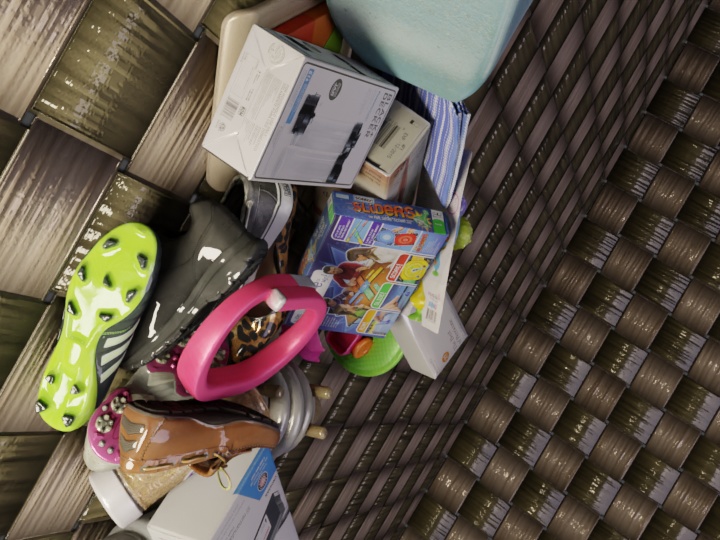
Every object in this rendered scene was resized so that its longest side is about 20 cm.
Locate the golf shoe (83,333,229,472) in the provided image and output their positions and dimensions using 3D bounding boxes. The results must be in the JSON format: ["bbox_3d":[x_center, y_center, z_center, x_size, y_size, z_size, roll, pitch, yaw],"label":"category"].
[{"bbox_3d":[-0.216,0.133,0.945,0.200,0.075,0.092,-43,178,-44],"label":"golf shoe"}]

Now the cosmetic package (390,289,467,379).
[{"bbox_3d":[0.071,0.043,1.175,0.083,0.050,0.202,-47,132,-20],"label":"cosmetic package"}]

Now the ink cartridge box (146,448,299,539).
[{"bbox_3d":[-0.150,0.309,1.051,0.146,0.082,0.203,-58,148,-42],"label":"ink cartridge box"}]

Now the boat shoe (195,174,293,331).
[{"bbox_3d":[-0.138,-0.015,0.904,0.063,0.071,0.202,-1,129,-45],"label":"boat shoe"}]

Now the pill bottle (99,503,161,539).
[{"bbox_3d":[-0.241,0.345,1.098,0.116,0.113,0.199,-63,159,13],"label":"pill bottle"}]

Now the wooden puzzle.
[{"bbox_3d":[-0.066,-0.186,0.881,0.199,0.037,0.188,-39,152,-45],"label":"wooden puzzle"}]

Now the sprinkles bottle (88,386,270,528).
[{"bbox_3d":[-0.194,0.190,0.985,0.198,0.068,0.069,-36,154,-16],"label":"sprinkles bottle"}]

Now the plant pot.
[{"bbox_3d":[0.078,-0.282,0.846,0.198,0.193,0.201,-58,167,-29],"label":"plant pot"}]

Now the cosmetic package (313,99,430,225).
[{"bbox_3d":[0.008,-0.107,1.039,0.088,0.102,0.201,-51,165,-23],"label":"cosmetic package"}]

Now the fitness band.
[{"bbox_3d":[-0.104,0.069,0.912,0.144,0.037,0.199,-51,162,13],"label":"fitness band"}]

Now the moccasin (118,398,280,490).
[{"bbox_3d":[-0.153,0.170,0.892,0.200,0.072,0.080,11,93,-60],"label":"moccasin"}]

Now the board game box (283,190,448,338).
[{"bbox_3d":[0.000,0.000,1.027,0.201,0.132,0.035,120,-28,-46],"label":"board game box"}]

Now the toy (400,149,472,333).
[{"bbox_3d":[0.096,-0.038,1.051,0.046,0.115,0.205,10,97,-25],"label":"toy"}]

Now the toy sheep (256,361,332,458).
[{"bbox_3d":[-0.120,0.168,1.118,0.198,0.137,0.140,17,104,-51],"label":"toy sheep"}]

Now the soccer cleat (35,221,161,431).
[{"bbox_3d":[-0.226,0.046,0.798,0.203,0.067,0.081,-63,178,12],"label":"soccer cleat"}]

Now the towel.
[{"bbox_3d":[0.064,-0.189,0.997,0.023,0.203,0.146,-14,147,-13],"label":"towel"}]

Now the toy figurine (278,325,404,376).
[{"bbox_3d":[-0.024,0.049,1.181,0.202,0.150,0.183,-55,153,19],"label":"toy figurine"}]

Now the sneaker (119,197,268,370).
[{"bbox_3d":[-0.175,0.012,0.851,0.200,0.091,0.076,-43,180,18],"label":"sneaker"}]

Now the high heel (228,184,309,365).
[{"bbox_3d":[-0.115,-0.002,0.964,0.143,0.070,0.204,53,56,-73],"label":"high heel"}]

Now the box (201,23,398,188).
[{"bbox_3d":[-0.048,-0.144,0.837,0.118,0.060,0.199,-63,160,14],"label":"box"}]
